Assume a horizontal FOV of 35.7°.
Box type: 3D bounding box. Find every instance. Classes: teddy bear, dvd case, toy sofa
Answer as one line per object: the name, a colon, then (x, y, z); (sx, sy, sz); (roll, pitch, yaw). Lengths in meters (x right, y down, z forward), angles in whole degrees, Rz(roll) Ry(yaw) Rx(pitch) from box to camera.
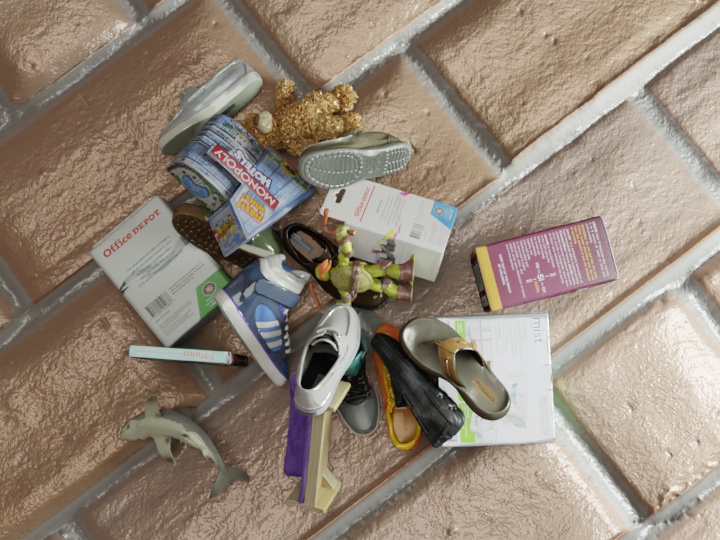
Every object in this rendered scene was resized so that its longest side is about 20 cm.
teddy bear: (-0.095, -0.241, 1.792); (0.200, 0.067, 0.145); (4, 83, 3)
dvd case: (-0.256, 0.131, 1.697); (0.146, 0.200, 0.022); (4, 85, 4)
toy sofa: (-0.079, 0.259, 1.691); (0.097, 0.083, 0.200); (13, 116, 13)

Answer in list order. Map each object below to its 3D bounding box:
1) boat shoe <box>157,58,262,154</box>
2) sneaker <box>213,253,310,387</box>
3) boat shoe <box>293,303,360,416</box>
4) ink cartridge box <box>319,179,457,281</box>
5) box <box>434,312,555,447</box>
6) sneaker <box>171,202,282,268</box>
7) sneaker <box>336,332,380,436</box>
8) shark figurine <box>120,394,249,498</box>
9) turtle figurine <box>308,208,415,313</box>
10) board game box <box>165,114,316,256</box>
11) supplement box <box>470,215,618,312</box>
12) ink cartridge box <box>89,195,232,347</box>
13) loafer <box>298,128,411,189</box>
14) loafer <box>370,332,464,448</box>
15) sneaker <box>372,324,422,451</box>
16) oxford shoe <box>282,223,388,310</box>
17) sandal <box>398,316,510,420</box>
boat shoe: (-0.254, -0.267, 1.807); (0.201, 0.070, 0.072); (-38, 73, -5)
sneaker: (-0.122, 0.070, 1.734); (0.146, 0.081, 0.200); (-36, 118, -10)
boat shoe: (-0.046, 0.117, 1.631); (0.073, 0.065, 0.200); (9, 49, 8)
ink cartridge box: (0.039, -0.069, 1.742); (0.200, 0.068, 0.115); (18, 43, 4)
box: (0.205, 0.168, 1.724); (0.176, 0.097, 0.200); (-3, 84, 2)
sneaker: (-0.203, -0.069, 1.743); (0.200, 0.067, 0.090); (30, 48, -30)
sneaker: (-0.017, 0.159, 1.723); (0.084, 0.121, 0.200); (-18, 84, 1)
shark figurine: (-0.265, 0.252, 1.752); (0.214, 0.090, 0.128); (26, 120, 12)
turtle figurine: (0.000, 0.000, 1.681); (0.161, 0.064, 0.200); (4, 126, 2)
board game box: (-0.186, -0.124, 1.696); (0.200, 0.200, 0.062); (44, 129, -14)
supplement box: (0.279, -0.007, 1.721); (0.200, 0.131, 0.103); (-15, 86, 2)
ink cartridge box: (-0.306, 0.002, 1.770); (0.147, 0.083, 0.200); (-39, 85, -1)
loafer: (-0.017, -0.179, 1.748); (0.200, 0.075, 0.070); (-9, 41, -34)
loafer: (0.073, 0.176, 1.675); (0.070, 0.068, 0.201); (-47, 63, 14)
sneaker: (0.063, 0.180, 1.740); (0.073, 0.077, 0.200); (-14, 83, 3)
oxford shoe: (-0.044, -0.004, 1.759); (0.200, 0.084, 0.073); (34, 85, 4)
sandal: (0.145, 0.140, 1.646); (0.082, 0.055, 0.200); (-41, 83, -21)
